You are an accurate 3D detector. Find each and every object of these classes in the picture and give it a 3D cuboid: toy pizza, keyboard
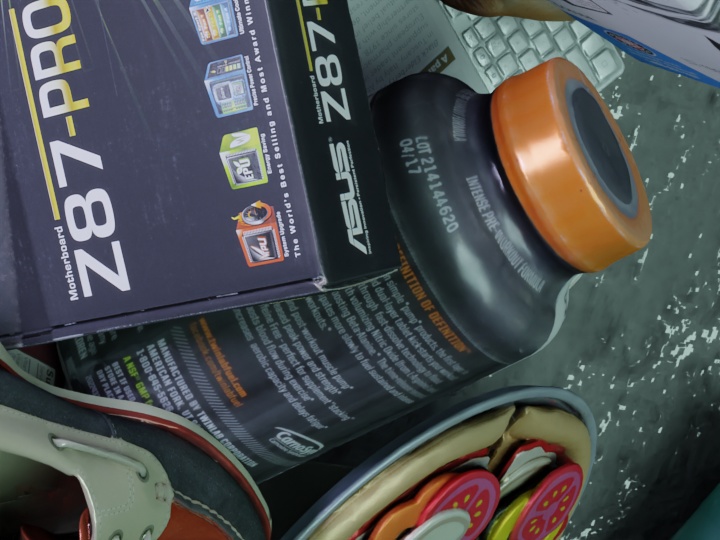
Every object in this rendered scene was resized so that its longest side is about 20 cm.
[{"bbox_3d":[0.023,0.127,1.009,0.200,0.032,0.201,-32,150,-21],"label":"toy pizza"},{"bbox_3d":[0.032,-0.143,0.965,0.056,0.011,0.201,-37,108,-12],"label":"keyboard"}]

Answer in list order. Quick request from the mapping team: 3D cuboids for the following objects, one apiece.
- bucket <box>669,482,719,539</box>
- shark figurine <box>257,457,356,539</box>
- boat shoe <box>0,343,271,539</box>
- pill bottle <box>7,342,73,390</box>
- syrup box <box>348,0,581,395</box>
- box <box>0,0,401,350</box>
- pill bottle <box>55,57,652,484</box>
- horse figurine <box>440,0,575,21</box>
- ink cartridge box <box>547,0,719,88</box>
[{"bbox_3d":[0.214,0.185,1.173,0.135,0.207,0.207,-42,130,3],"label":"bucket"},{"bbox_3d":[-0.002,0.089,1.017,0.214,0.089,0.129,28,58,-34],"label":"shark figurine"},{"bbox_3d":[-0.102,0.071,0.829,0.071,0.063,0.200,-38,131,19],"label":"boat shoe"},{"bbox_3d":[-0.164,0.043,0.897,0.200,0.109,0.110,32,92,-40],"label":"pill bottle"},{"bbox_3d":[0.002,-0.052,0.985,0.081,0.079,0.200,-41,129,-12],"label":"syrup box"},{"bbox_3d":[-0.079,-0.083,0.817,0.049,0.160,0.202,-14,94,-52],"label":"box"},{"bbox_3d":[0.000,0.000,0.889,0.199,0.107,0.106,-26,133,21],"label":"pill bottle"},{"bbox_3d":[0.089,-0.143,0.946,0.199,0.050,0.133,-23,117,-24],"label":"horse figurine"},{"bbox_3d":[0.083,-0.133,0.827,0.199,0.146,0.086,26,91,-34],"label":"ink cartridge box"}]
